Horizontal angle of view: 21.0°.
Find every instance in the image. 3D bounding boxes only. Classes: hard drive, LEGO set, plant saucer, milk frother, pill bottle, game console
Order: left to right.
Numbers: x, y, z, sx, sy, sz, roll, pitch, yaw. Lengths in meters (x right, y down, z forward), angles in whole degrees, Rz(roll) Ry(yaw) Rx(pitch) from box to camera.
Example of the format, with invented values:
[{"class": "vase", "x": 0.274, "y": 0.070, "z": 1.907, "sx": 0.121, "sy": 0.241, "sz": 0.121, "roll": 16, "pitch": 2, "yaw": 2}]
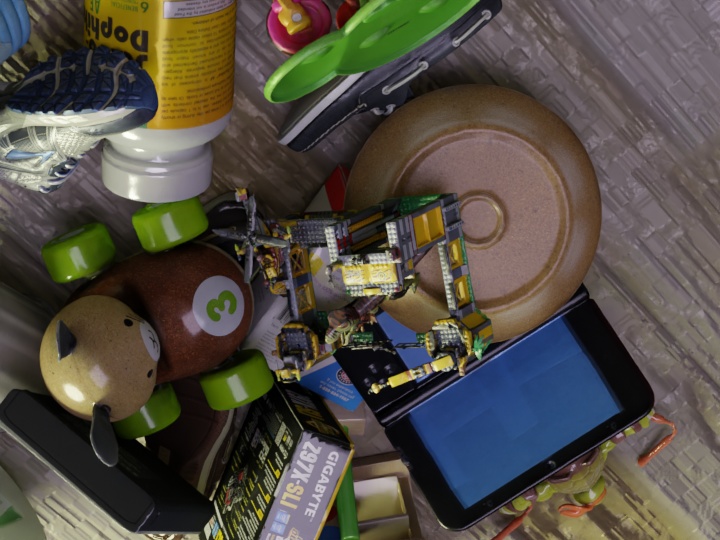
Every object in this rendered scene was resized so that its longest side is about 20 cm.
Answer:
[{"class": "milk frother", "x": -0.324, "y": -0.005, "z": 1.474, "sx": 0.200, "sy": 0.180, "sz": 0.188, "roll": -63, "pitch": 150, "yaw": -7}, {"class": "hard drive", "x": -0.190, "y": 0.149, "z": 1.485, "sx": 0.139, "sy": 0.200, "sz": 0.033, "roll": 38, "pitch": 89, "yaw": 11}, {"class": "pill bottle", "x": -0.148, "y": -0.158, "z": 1.423, "sx": 0.112, "sy": 0.113, "sz": 0.201, "roll": 0, "pitch": 118, "yaw": -8}, {"class": "LEGO set", "x": -0.009, "y": 0.018, "z": 1.405, "sx": 0.199, "sy": 0.116, "sz": 0.154, "roll": 6, "pitch": 107, "yaw": 29}, {"class": "plant saucer", "x": 0.087, "y": -0.039, "z": 1.467, "sx": 0.200, "sy": 0.035, "sz": 0.201, "roll": -1, "pitch": 99, "yaw": -4}, {"class": "game console", "x": 0.100, "y": 0.073, "z": 1.512, "sx": 0.200, "sy": 0.119, "sz": 0.172, "roll": -33, "pitch": 131, "yaw": 1}]

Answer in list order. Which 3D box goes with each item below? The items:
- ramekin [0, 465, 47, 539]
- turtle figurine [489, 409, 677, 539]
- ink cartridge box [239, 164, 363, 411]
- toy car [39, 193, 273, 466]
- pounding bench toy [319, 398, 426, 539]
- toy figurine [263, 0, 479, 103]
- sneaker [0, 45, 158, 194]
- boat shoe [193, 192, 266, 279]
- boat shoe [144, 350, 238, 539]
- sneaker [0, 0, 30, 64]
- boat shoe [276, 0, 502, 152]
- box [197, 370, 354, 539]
[{"class": "ramekin", "x": -0.340, "y": 0.200, "z": 1.539, "sx": 0.098, "sy": 0.200, "sz": 0.200, "roll": -42, "pitch": 115, "yaw": 5}, {"class": "turtle figurine", "x": 0.163, "y": 0.157, "z": 1.657, "sx": 0.200, "sy": 0.064, "sz": 0.161, "roll": -33, "pitch": 117, "yaw": 9}, {"class": "ink cartridge box", "x": 0.000, "y": 0.000, "z": 1.550, "sx": 0.116, "sy": 0.067, "sz": 0.200, "roll": 29, "pitch": 109, "yaw": -23}, {"class": "toy car", "x": -0.171, "y": 0.056, "z": 1.421, "sx": 0.157, "sy": 0.200, "sz": 0.165, "roll": -18, "pitch": 102, "yaw": 16}, {"class": "pounding bench toy", "x": -0.009, "y": 0.223, "z": 1.616, "sx": 0.124, "sy": 0.156, "sz": 0.201, "roll": -9, "pitch": 118, "yaw": -3}, {"class": "toy figurine", "x": -0.028, "y": -0.242, "z": 1.367, "sx": 0.200, "sy": 0.150, "sz": 0.184, "roll": -31, "pitch": 79, "yaw": -11}, {"class": "sneaker", "x": -0.221, "y": -0.101, "z": 1.391, "sx": 0.199, "sy": 0.077, "sz": 0.085, "roll": -5, "pitch": 132, "yaw": 30}, {"class": "boat shoe", "x": -0.152, "y": 0.022, "z": 1.545, "sx": 0.072, "sy": 0.061, "sz": 0.201, "roll": 39, "pitch": 106, "yaw": -24}, {"class": "boat shoe", "x": -0.137, "y": 0.128, "z": 1.601, "sx": 0.075, "sy": 0.075, "sz": 0.203, "roll": 31, "pitch": 121, "yaw": 15}, {"class": "sneaker", "x": -0.327, "y": -0.198, "z": 1.405, "sx": 0.200, "sy": 0.131, "sz": 0.080, "roll": 34, "pitch": 140, "yaw": 13}, {"class": "boat shoe", "x": 0.022, "y": -0.153, "z": 1.471, "sx": 0.200, "sy": 0.076, "sz": 0.060, "roll": -42, "pitch": 109, "yaw": 14}, {"class": "box", "x": -0.071, "y": 0.177, "z": 1.540, "sx": 0.049, "sy": 0.200, "sz": 0.160, "roll": 19, "pitch": 96, "yaw": -14}]
